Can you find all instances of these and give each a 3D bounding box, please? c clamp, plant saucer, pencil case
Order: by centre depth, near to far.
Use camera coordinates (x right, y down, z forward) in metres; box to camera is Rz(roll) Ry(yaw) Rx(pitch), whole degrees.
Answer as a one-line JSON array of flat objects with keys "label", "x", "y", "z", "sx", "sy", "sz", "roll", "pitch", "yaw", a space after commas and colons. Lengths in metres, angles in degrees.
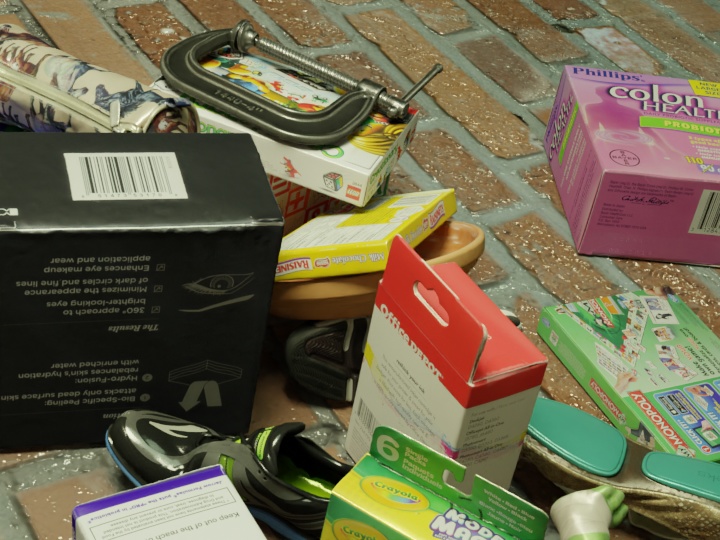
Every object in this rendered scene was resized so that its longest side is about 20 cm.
[{"label": "pencil case", "x": -0.218, "y": -0.127, "z": 1.068, "sx": 0.200, "sy": 0.078, "sz": 0.089, "roll": 25, "pitch": -7, "yaw": 24}, {"label": "plant saucer", "x": 0.000, "y": 0.000, "z": 1.083, "sx": 0.200, "sy": 0.037, "sz": 0.200, "roll": -8, "pitch": 11, "yaw": 2}, {"label": "c clamp", "x": -0.055, "y": -0.157, "z": 1.131, "sx": 0.200, "sy": 0.027, "sz": 0.171, "roll": 23, "pitch": 42, "yaw": 13}]

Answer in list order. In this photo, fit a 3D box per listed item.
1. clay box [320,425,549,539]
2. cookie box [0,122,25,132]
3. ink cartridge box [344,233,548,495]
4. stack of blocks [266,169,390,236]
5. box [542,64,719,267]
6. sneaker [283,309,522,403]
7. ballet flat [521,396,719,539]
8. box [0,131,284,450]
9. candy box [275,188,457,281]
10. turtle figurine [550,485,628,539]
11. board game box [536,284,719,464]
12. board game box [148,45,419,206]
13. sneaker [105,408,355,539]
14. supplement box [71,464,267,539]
[{"label": "clay box", "x": 0.028, "y": 0.192, "z": 0.784, "sx": 0.115, "sy": 0.200, "sz": 0.048, "roll": 26, "pitch": 38, "yaw": 20}, {"label": "cookie box", "x": -0.269, "y": -0.083, "z": 1.145, "sx": 0.200, "sy": 0.075, "sz": 0.171, "roll": 13, "pitch": 20, "yaw": 2}, {"label": "ink cartridge box", "x": 0.058, "y": 0.079, "z": 0.945, "sx": 0.067, "sy": 0.200, "sz": 0.116, "roll": -13, "pitch": 43, "yaw": -30}, {"label": "stack of blocks", "x": -0.057, "y": -0.071, "z": 1.189, "sx": 0.059, "sy": 0.115, "sz": 0.200, "roll": 33, "pitch": 40, "yaw": 27}, {"label": "box", "x": 0.288, "y": -0.103, "z": 1.347, "sx": 0.176, "sy": 0.097, "sz": 0.200, "roll": 6, "pitch": 36, "yaw": -8}, {"label": "sneaker", "x": 0.020, "y": 0.045, "z": 1.106, "sx": 0.200, "sy": 0.076, "sz": 0.116, "roll": -1, "pitch": 26, "yaw": -24}, {"label": "ballet flat", "x": 0.189, "y": 0.154, "z": 0.997, "sx": 0.200, "sy": 0.065, "sz": 0.071, "roll": 22, "pitch": 36, "yaw": 18}, {"label": "box", "x": -0.172, "y": 0.014, "z": 0.968, "sx": 0.197, "sy": 0.200, "sz": 0.117, "roll": -1, "pitch": 38, "yaw": -18}, {"label": "candy box", "x": 0.003, "y": -0.030, "z": 1.068, "sx": 0.102, "sy": 0.026, "sz": 0.200, "roll": -8, "pitch": 11, "yaw": 20}, {"label": "turtle figurine", "x": 0.190, "y": 0.224, "z": 0.841, "sx": 0.144, "sy": 0.200, "sz": 0.194, "roll": 37, "pitch": 22, "yaw": -25}, {"label": "board game box", "x": 0.253, "y": 0.090, "z": 1.132, "sx": 0.135, "sy": 0.029, "sz": 0.200, "roll": -9, "pitch": 41, "yaw": -25}, {"label": "board game box", "x": -0.065, "y": -0.124, "z": 1.130, "sx": 0.200, "sy": 0.035, "sz": 0.126, "roll": 20, "pitch": 36, "yaw": 10}, {"label": "sneaker", "x": -0.074, "y": 0.129, "z": 0.939, "sx": 0.199, "sy": 0.083, "sz": 0.071, "roll": 17, "pitch": 36, "yaw": 8}, {"label": "supplement box", "x": -0.086, "y": 0.224, "z": 0.791, "sx": 0.103, "sy": 0.101, "sz": 0.200, "roll": -13, "pitch": 42, "yaw": -30}]
